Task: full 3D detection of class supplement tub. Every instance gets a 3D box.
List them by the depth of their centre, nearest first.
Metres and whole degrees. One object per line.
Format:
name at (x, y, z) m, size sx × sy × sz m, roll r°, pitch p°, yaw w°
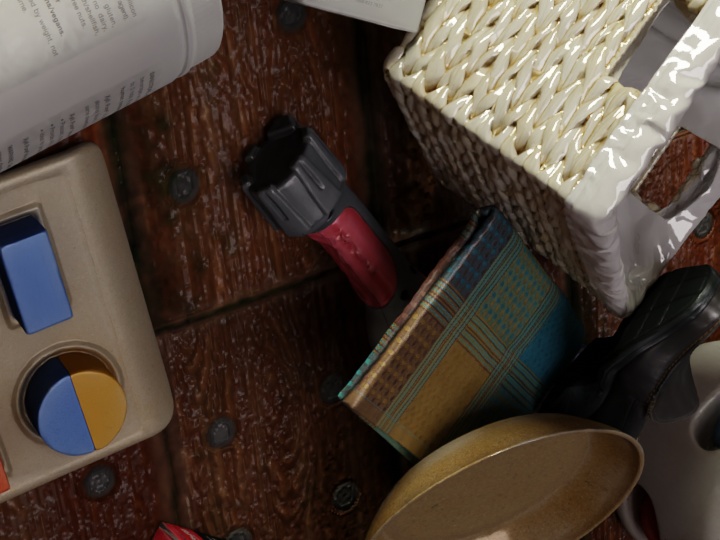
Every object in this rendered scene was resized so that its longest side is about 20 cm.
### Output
supplement tub at (-0.180, -0.113, 0.660) m, size 0.200 × 0.132 × 0.132 m, roll -31°, pitch 123°, yaw -21°

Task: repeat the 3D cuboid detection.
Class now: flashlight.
flashlight at (0.000, 0.000, 0.867) m, size 0.068 × 0.068 × 0.200 m, roll -47°, pitch 128°, yaw -8°

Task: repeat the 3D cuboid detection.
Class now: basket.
basket at (0.138, -0.111, 0.813) m, size 0.199 × 0.161 × 0.200 m, roll -54°, pitch 160°, yaw -5°

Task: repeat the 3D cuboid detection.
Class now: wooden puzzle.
wooden puzzle at (-0.201, 0.049, 0.762) m, size 0.199 × 0.046 × 0.186 m, roll -25°, pitch 120°, yaw -24°

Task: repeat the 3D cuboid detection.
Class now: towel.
towel at (0.070, 0.056, 0.877) m, size 0.147 × 0.022 × 0.200 m, roll -53°, pitch 146°, yaw -5°

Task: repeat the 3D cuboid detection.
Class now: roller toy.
roller toy at (0.298, 0.160, 1.086) m, size 0.182 × 0.140 × 0.201 m, roll 9°, pitch 104°, yaw -36°

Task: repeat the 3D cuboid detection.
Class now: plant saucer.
plant saucer at (0.085, 0.147, 0.911) m, size 0.199 × 0.036 × 0.201 m, roll -18°, pitch 146°, yaw -12°

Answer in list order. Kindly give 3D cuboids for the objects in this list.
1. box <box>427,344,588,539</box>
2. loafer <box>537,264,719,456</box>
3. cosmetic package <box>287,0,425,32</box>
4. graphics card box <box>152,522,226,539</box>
box at (0.107, 0.143, 1.013) m, size 0.137 × 0.040 × 0.201 m, roll 14°, pitch 100°, yaw -36°
loafer at (0.187, 0.062, 0.895) m, size 0.072 × 0.200 × 0.073 m, roll 37°, pitch 60°, yaw 2°
cosmetic package at (-0.001, -0.237, 0.746) m, size 0.081 × 0.113 × 0.201 m, roll 6°, pitch 103°, yaw -36°
graphics card box at (-0.030, 0.227, 0.897) m, size 0.200 × 0.125 × 0.051 m, roll 24°, pitch 92°, yaw -38°
